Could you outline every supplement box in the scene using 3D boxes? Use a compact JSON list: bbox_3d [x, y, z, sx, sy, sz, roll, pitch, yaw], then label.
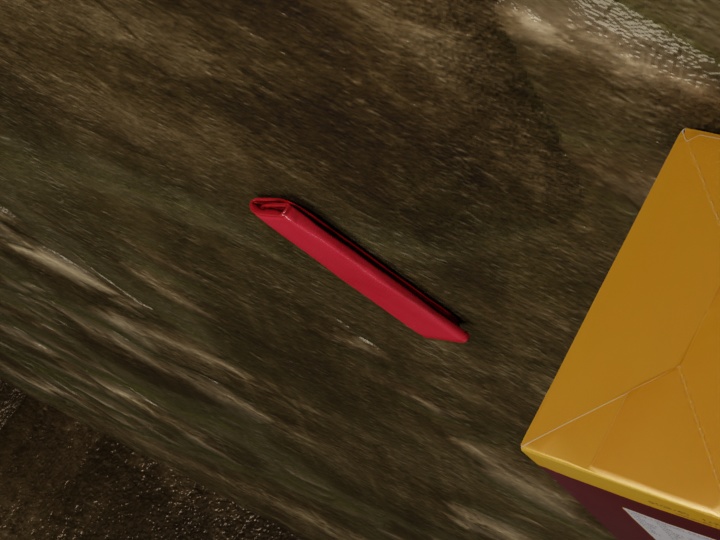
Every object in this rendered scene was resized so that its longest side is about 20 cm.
[{"bbox_3d":[0.222,0.068,1.084,0.132,0.198,0.200,16,161,41],"label":"supplement box"}]

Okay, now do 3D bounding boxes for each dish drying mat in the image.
[{"bbox_3d":[0.000,0.000,1.664,0.199,0.018,0.077,35,166,-25],"label":"dish drying mat"}]
